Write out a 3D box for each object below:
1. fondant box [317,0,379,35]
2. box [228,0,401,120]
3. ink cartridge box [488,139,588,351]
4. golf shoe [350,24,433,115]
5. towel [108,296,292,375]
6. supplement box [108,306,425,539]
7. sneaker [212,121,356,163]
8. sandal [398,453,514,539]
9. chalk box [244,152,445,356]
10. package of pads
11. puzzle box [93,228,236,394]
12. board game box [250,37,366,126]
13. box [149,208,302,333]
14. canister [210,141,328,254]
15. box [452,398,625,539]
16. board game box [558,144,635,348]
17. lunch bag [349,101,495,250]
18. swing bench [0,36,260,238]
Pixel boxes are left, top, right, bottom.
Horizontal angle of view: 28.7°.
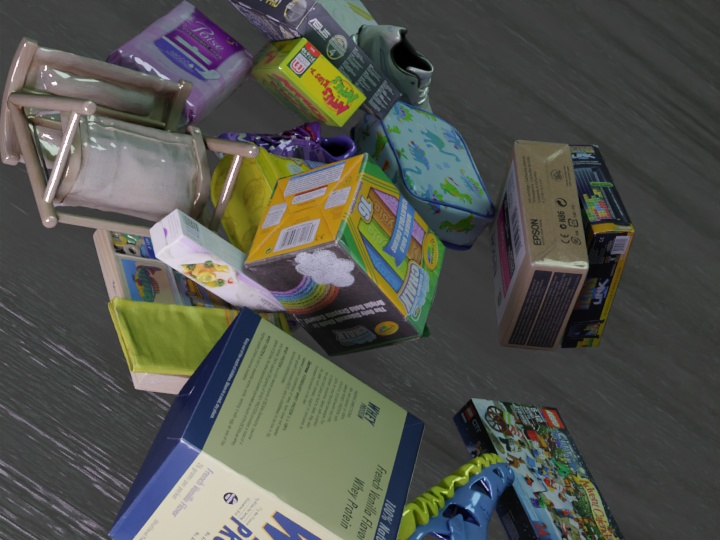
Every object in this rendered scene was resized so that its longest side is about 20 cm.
[{"bbox_3d":[-0.033,-0.322,1.953,0.144,0.058,0.200,-3,52,-47],"label":"fondant box"},{"bbox_3d":[-0.059,-0.278,1.737,0.161,0.049,0.200,36,-4,45],"label":"box"},{"bbox_3d":[0.211,-0.030,1.700,0.075,0.165,0.200,4,50,-8],"label":"ink cartridge box"},{"bbox_3d":[0.062,-0.238,1.859,0.200,0.097,0.078,53,51,-32],"label":"golf shoe"},{"bbox_3d":[-0.142,0.067,1.348,0.200,0.018,0.086,7,43,-40],"label":"towel"},{"bbox_3d":[-0.074,0.178,1.217,0.200,0.134,0.200,33,32,-9],"label":"supplement box"},{"bbox_3d":[-0.089,-0.145,1.652,0.200,0.083,0.081,-1,49,-45],"label":"sneaker"},{"bbox_3d":[0.092,0.246,1.364,0.087,0.080,0.200,50,42,11],"label":"sandal"},{"bbox_3d":[0.000,0.000,1.440,0.200,0.125,0.124,49,43,-35],"label":"chalk box"},{"bbox_3d":[-0.213,-0.229,1.639,0.120,0.076,0.200,40,32,-4],"label":"package of pads"},{"bbox_3d":[-0.180,0.040,1.384,0.133,0.025,0.200,12,41,-38],"label":"puzzle box"},{"bbox_3d":[-0.070,-0.225,1.691,0.102,0.048,0.200,43,-5,-17],"label":"board game box"},{"bbox_3d":[-0.127,0.005,1.410,0.200,0.039,0.041,35,28,-44],"label":"box"},{"bbox_3d":[-0.052,-0.060,1.582,0.200,0.087,0.149,6,45,-43],"label":"canister"},{"bbox_3d":[0.195,0.231,1.512,0.136,0.038,0.200,9,43,-38],"label":"box"},{"bbox_3d":[0.273,-0.030,1.765,0.057,0.200,0.166,-3,44,-12],"label":"board game box"},{"bbox_3d":[0.080,-0.120,1.792,0.161,0.082,0.200,13,40,-33],"label":"lunch bag"},{"bbox_3d":[-0.242,-0.126,1.424,0.199,0.130,0.200,11,20,-36],"label":"swing bench"}]
